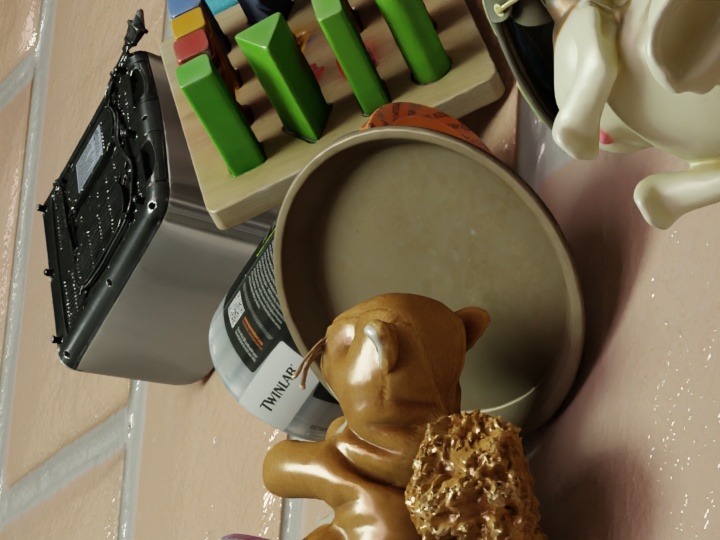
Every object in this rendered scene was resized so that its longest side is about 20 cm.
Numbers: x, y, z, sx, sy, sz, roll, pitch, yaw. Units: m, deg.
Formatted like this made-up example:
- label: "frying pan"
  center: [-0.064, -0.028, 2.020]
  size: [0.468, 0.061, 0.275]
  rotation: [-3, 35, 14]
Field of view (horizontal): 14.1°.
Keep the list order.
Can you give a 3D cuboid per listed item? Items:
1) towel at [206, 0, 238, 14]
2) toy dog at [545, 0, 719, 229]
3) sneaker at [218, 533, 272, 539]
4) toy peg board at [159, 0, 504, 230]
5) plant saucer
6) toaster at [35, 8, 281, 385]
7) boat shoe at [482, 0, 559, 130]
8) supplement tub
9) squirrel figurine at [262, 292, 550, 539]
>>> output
- label: "towel"
  center: [-0.070, -0.278, 2.193]
  size: [0.200, 0.022, 0.148]
  rotation: [-24, 57, 57]
- label: "toy dog"
  center: [0.166, -0.121, 1.482]
  size: [0.200, 0.139, 0.195]
  rotation: [-13, 57, 63]
- label: "sneaker"
  center: [-0.057, 0.248, 1.814]
  size: [0.201, 0.080, 0.089]
  rotation: [-112, 36, -51]
- label: "toy peg board"
  center: [-0.037, -0.157, 1.842]
  size: [0.199, 0.098, 0.200]
  rotation: [-25, 39, 4]
- label: "plant saucer"
  center: [0.042, 0.009, 1.656]
  size: [0.029, 0.200, 0.200]
  rotation: [-37, -14, -52]
- label: "toaster"
  center: [-0.143, -0.045, 2.096]
  size: [0.200, 0.118, 0.181]
  rotation: [-57, 31, 34]
- label: "boat shoe"
  center: [0.101, -0.153, 1.589]
  size: [0.072, 0.202, 0.061]
  rotation: [-7, 48, 20]
- label: "supplement tub"
  center: [0.000, 0.000, 1.771]
  size: [0.200, 0.122, 0.123]
  rotation: [-55, 31, 37]
- label: "squirrel figurine"
  center: [0.039, 0.112, 1.606]
  size: [0.199, 0.141, 0.188]
  rotation: [19, 104, 47]
